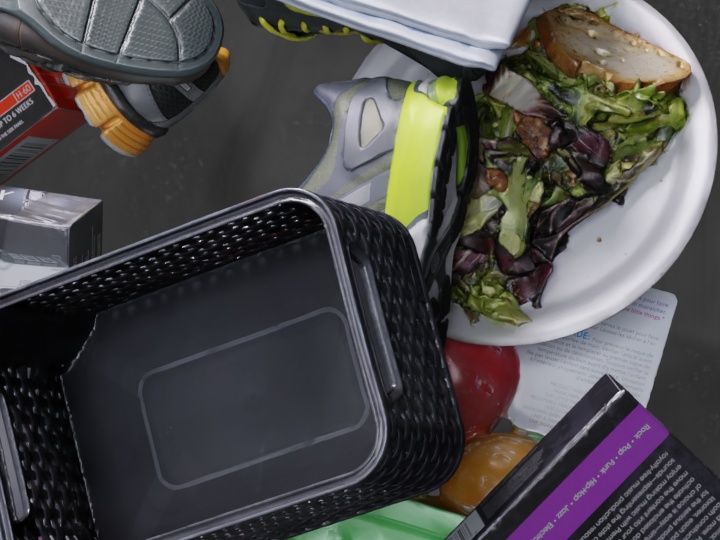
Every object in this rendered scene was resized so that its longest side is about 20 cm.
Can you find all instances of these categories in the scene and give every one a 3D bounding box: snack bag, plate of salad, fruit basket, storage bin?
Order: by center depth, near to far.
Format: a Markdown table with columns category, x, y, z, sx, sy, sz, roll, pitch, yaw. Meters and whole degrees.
| category | x | y | z | sx | sy | sz | roll | pitch | yaw |
| --- | --- | --- | --- | --- | --- | --- | --- | --- | --- |
| storage bin | -0.068 | 0.057 | 1.268 | 0.199 | 0.094 | 0.136 | -20 | 76 | 21 |
| snack bag | 0.003 | -0.185 | 1.355 | 0.199 | 0.189 | 0.021 | 19 | 135 | 9 |
| plate of salad | 0.076 | -0.061 | 1.370 | 0.199 | 0.048 | 0.201 | -5 | 70 | 14 |
| fruit basket | 0.045 | 0.084 | 1.390 | 0.185 | 0.094 | 0.201 | 15 | 77 | 14 |

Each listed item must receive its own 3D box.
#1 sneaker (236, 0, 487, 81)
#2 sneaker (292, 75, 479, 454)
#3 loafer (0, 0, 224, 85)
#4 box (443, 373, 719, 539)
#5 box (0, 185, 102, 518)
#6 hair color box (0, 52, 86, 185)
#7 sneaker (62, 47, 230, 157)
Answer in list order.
| category | x | y | z | sx | sy | sz | roll | pitch | yaw |
| --- | --- | --- | --- | --- | --- | --- | --- | --- | --- |
| sneaker | -0.012 | -0.144 | 1.404 | 0.200 | 0.074 | 0.085 | 43 | 111 | 29 |
| sneaker | 0.000 | 0.000 | 1.331 | 0.081 | 0.074 | 0.201 | 12 | 88 | 21 |
| loafer | -0.165 | -0.137 | 1.387 | 0.199 | 0.063 | 0.072 | 19 | 67 | -1 |
| box | 0.139 | 0.166 | 1.327 | 0.143 | 0.036 | 0.200 | -45 | 107 | 4 |
| box | -0.214 | 0.053 | 1.435 | 0.157 | 0.050 | 0.201 | 9 | 111 | 15 |
| hair color box | -0.238 | -0.138 | 1.469 | 0.101 | 0.061 | 0.200 | -36 | 80 | 13 |
| sneaker | -0.137 | -0.162 | 1.439 | 0.077 | 0.078 | 0.200 | -28 | 93 | 12 |
